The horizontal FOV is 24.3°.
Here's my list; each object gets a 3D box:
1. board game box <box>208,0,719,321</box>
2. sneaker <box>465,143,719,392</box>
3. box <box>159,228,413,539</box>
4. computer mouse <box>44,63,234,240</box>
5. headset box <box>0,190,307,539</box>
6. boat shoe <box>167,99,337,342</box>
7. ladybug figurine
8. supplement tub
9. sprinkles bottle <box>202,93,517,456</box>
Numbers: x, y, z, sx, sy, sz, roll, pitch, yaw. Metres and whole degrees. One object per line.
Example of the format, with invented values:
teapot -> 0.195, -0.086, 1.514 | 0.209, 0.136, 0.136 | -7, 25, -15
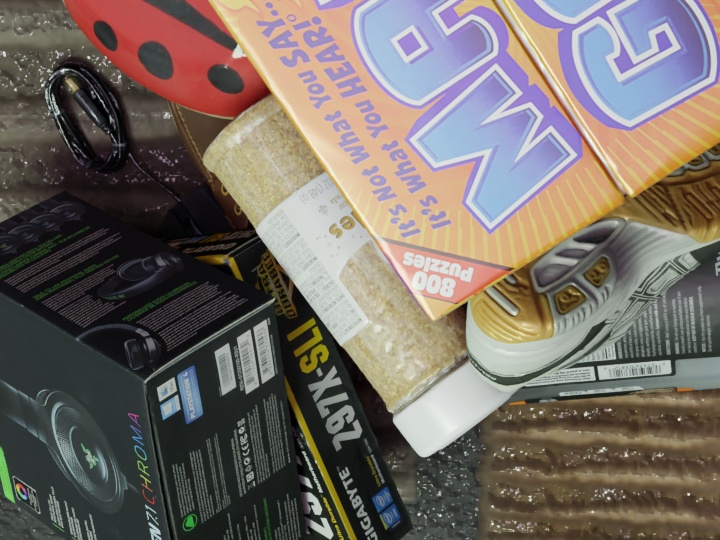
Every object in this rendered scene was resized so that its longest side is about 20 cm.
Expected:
board game box -> 0.062, -0.134, 0.769 | 0.200, 0.200, 0.200 | -33, 101, 11
sneaker -> 0.129, -0.010, 0.845 | 0.200, 0.088, 0.076 | -28, 64, -22
box -> -0.069, 0.075, 0.982 | 0.160, 0.049, 0.200 | -5, 113, 49
computer mouse -> -0.117, -0.046, 1.010 | 0.200, 0.034, 0.059 | 43, 108, -5
headset box -> -0.136, 0.071, 0.937 | 0.200, 0.093, 0.174 | 26, 134, 38
boat shoe -> -0.046, -0.046, 0.968 | 0.072, 0.068, 0.200 | -35, 86, 5
ladybug figurine -> -0.096, -0.157, 0.921 | 0.200, 0.072, 0.136 | 31, 112, 16
supplement tub -> 0.127, 0.011, 0.943 | 0.200, 0.123, 0.123 | -5, 105, 11
sprinkles bottle -> 0.000, 0.000, 0.878 | 0.068, 0.068, 0.200 | -39, 85, 17
